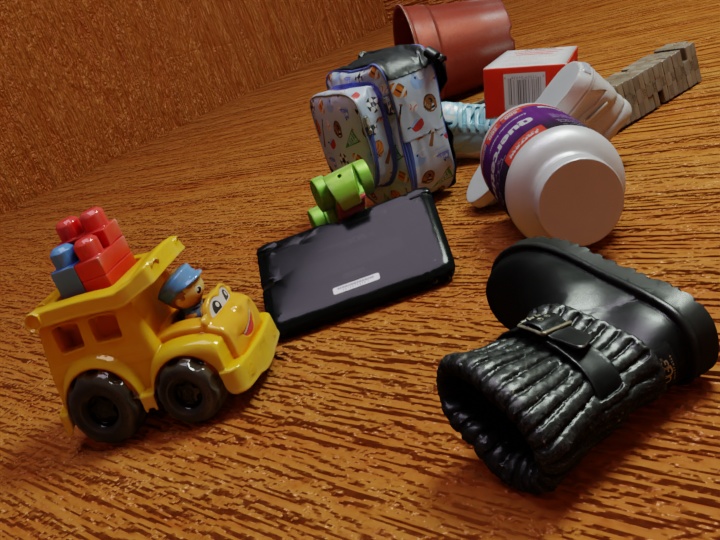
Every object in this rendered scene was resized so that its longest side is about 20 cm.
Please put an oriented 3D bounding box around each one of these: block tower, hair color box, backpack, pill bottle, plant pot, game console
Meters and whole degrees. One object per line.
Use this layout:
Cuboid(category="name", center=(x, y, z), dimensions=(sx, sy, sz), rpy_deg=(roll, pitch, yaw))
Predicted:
Cuboid(category="block tower", center=(0.364, -0.239, 1.111), dimensions=(0.198, 0.059, 0.054), rpy_deg=(-32, 21, -26))
Cuboid(category="hair color box", center=(0.216, -0.237, 1.063), dimensions=(0.099, 0.063, 0.200), rpy_deg=(1, 20, 19))
Cuboid(category="backpack", center=(0.035, -0.174, 1.085), dimensions=(0.153, 0.193, 0.199), rpy_deg=(-31, 21, -15))
Cuboid(category="pill bottle", center=(0.183, -0.091, 0.820), dimensions=(0.110, 0.114, 0.200), rpy_deg=(-19, 19, 4))
Cuboid(category="plant pot", center=(0.178, -0.418, 1.609), dimensions=(0.191, 0.205, 0.201), rpy_deg=(-14, 18, -5))
Cuboid(category="game console", center=(0.000, 0.000, 0.918), dimensions=(0.196, 0.117, 0.178), rpy_deg=(-20, 49, 6))

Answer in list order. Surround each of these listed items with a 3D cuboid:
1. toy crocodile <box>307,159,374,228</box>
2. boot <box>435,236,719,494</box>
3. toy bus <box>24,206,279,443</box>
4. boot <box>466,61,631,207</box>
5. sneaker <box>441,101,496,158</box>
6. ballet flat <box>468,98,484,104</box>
Cuboid(category="toy crocodile", center=(-0.019, -0.069, 0.974), dimensions=(0.066, 0.063, 0.200), rpy_deg=(-22, -16, -12))
Cuboid(category="boot", center=(0.109, 0.051, 0.569), dimensions=(0.156, 0.081, 0.210), rpy_deg=(-28, 21, -19))
Cuboid(category="toy bus", center=(-0.196, 0.033, 0.773), dimensions=(0.196, 0.195, 0.136), rpy_deg=(-13, 18, 16))
Cuboid(category="boot", center=(0.213, -0.129, 0.957), dimensions=(0.200, 0.095, 0.074), rpy_deg=(-48, 23, 29))
Cuboid(category="sneaker", center=(0.139, -0.199, 1.176), dimensions=(0.198, 0.081, 0.075), rpy_deg=(-11, 61, 50))
Cuboid(category="ballet flat", center=(0.195, -0.220, 1.237), dimensions=(0.061, 0.069, 0.198), rpy_deg=(1, 6, -35))
